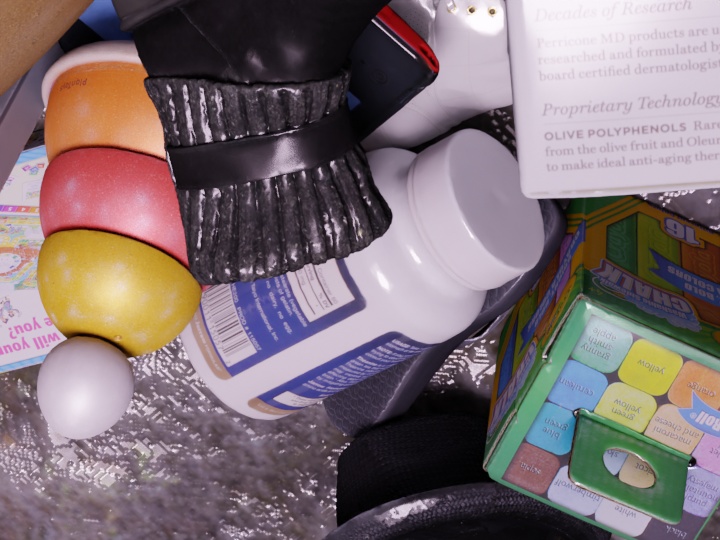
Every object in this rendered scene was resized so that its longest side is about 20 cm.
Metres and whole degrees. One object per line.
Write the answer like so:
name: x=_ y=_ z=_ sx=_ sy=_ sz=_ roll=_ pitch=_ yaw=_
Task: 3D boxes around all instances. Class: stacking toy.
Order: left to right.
stacking toy: x=-0.124 y=-0.005 z=0.886 sx=0.145 sy=0.201 sz=0.146 roll=14 pitch=156 yaw=6

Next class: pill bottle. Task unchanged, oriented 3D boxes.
pill bottle: x=0.000 y=0.000 z=0.941 sx=0.199 sy=0.111 sz=0.111 roll=-28 pitch=110 yaw=35

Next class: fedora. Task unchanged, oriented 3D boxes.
fedora: x=0.049 y=0.144 z=1.017 sx=0.199 sy=0.092 sz=0.201 roll=-10 pitch=145 yaw=-7

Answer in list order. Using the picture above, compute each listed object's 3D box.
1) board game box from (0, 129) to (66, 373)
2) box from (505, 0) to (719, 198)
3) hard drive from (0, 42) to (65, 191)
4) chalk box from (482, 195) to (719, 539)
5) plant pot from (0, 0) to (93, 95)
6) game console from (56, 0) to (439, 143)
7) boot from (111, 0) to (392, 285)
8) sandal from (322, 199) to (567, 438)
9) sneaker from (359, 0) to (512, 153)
board game box: x=-0.218 y=-0.007 z=1.036 sx=0.199 sy=0.034 sz=0.135 roll=-14 pitch=113 yaw=15
box: x=0.168 y=-0.155 z=0.814 sx=0.198 sy=0.199 sz=0.172 roll=-4 pitch=115 yaw=9
hard drive: x=-0.273 y=-0.070 z=0.946 sx=0.199 sy=0.132 sz=0.027 roll=-9 pitch=129 yaw=20
chalk box: x=0.148 y=0.060 z=0.921 sx=0.124 sy=0.200 sz=0.124 roll=24 pitch=117 yaw=-4
plant pot: x=-0.231 y=-0.134 z=0.820 sx=0.186 sy=0.187 sz=0.200 roll=33 pitch=116 yaw=-9
game console: x=-0.071 y=-0.122 z=0.909 sx=0.177 sy=0.031 sz=0.200 roll=43 pitch=144 yaw=-9
boot: x=-0.012 y=-0.087 z=0.790 sx=0.210 sy=0.079 sz=0.159 roll=-16 pitch=94 yaw=33
sandal: x=0.049 y=0.019 z=1.000 sx=0.043 sy=0.076 sz=0.200 roll=8 pitch=134 yaw=-47
sneaker: x=0.020 y=-0.163 z=0.908 sx=0.115 sy=0.074 sz=0.201 roll=-19 pitch=121 yaw=15
